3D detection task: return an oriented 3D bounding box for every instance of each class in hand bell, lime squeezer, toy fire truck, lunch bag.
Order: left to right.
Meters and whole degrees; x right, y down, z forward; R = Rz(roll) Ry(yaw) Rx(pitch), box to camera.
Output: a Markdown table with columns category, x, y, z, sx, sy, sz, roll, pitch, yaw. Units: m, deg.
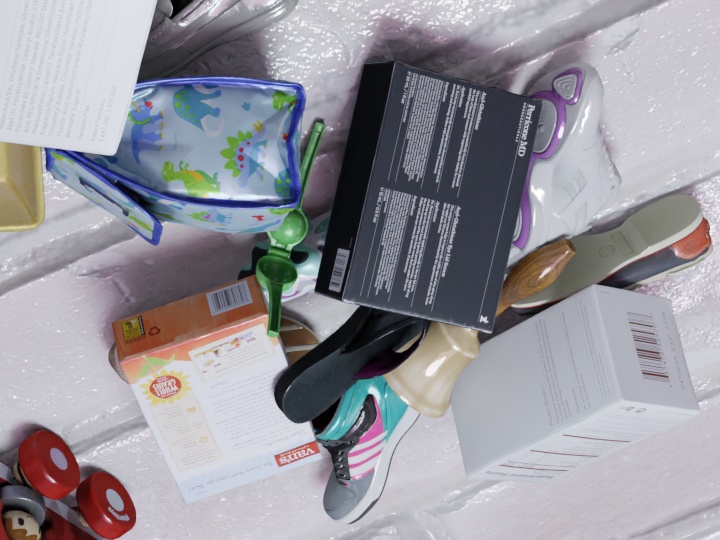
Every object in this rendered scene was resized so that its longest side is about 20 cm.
| category | x | y | z | sx | sy | sz | roll | pitch | yaw |
| --- | --- | --- | --- | --- | --- | --- | --- | --- | --- |
| toy fire truck | -0.297 | 0.261 | 1.793 | 0.112 | 0.168 | 0.200 | -34 | 130 | 17 |
| lunch bag | -0.150 | -0.089 | 1.504 | 0.200 | 0.128 | 0.170 | 5 | 174 | -8 |
| lime squeezer | -0.065 | -0.027 | 1.608 | 0.038 | 0.200 | 0.071 | 11 | 156 | 4 |
| hand bell | 0.115 | 0.037 | 1.716 | 0.200 | 0.104 | 0.104 | -39 | 128 | 24 |

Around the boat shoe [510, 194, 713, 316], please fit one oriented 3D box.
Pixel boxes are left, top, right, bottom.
| category | x | y | z | sx | sy | sz | roll | pitch | yaw |
| --- | --- | --- | --- | --- | --- | --- | --- | --- | --- |
| boat shoe | 0.229 | -0.002 | 1.752 | 0.200 | 0.071 | 0.063 | -25 | 135 | 4 |

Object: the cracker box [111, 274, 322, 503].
| category | x | y | z | sx | sy | sz | roll | pitch | yaw |
| --- | --- | --- | --- | --- | --- | --- | --- | --- | --- |
| cracker box | -0.124 | 0.108 | 1.678 | 0.134 | 0.058 | 0.200 | -18 | 133 | -1 |

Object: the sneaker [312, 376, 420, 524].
| category | x | y | z | sx | sy | sz | roll | pitch | yaw |
| --- | --- | --- | --- | --- | --- | --- | --- | --- | --- |
| sneaker | -0.024 | 0.159 | 1.821 | 0.121 | 0.084 | 0.200 | 10 | 121 | -27 |

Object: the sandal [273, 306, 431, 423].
| category | x | y | z | sx | sy | sz | roll | pitch | yaw |
| --- | --- | --- | --- | --- | --- | --- | --- | --- | --- |
| sandal | 0.015 | 0.066 | 1.656 | 0.200 | 0.048 | 0.075 | -43 | 138 | -7 |

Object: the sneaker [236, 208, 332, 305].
| category | x | y | z | sx | sy | sz | roll | pitch | yaw |
| --- | --- | --- | --- | --- | --- | --- | --- | --- | --- |
| sneaker | 0.000 | 0.000 | 1.691 | 0.200 | 0.078 | 0.140 | -32 | 130 | 16 |

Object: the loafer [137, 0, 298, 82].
| category | x | y | z | sx | sy | sz | roll | pitch | yaw |
| --- | --- | --- | --- | --- | --- | --- | --- | --- | --- |
| loafer | -0.143 | -0.199 | 1.495 | 0.200 | 0.070 | 0.070 | -26 | 112 | 13 |

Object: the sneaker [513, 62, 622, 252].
| category | x | y | z | sx | sy | sz | roll | pitch | yaw |
| --- | --- | --- | --- | --- | --- | --- | --- | --- | --- |
| sneaker | 0.185 | -0.104 | 1.658 | 0.100 | 0.075 | 0.200 | -9 | 139 | -21 |

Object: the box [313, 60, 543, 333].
| category | x | y | z | sx | sy | sz | roll | pitch | yaw |
| --- | --- | --- | --- | --- | --- | --- | --- | --- | --- |
| box | 0.056 | -0.061 | 1.584 | 0.141 | 0.079 | 0.200 | 13 | 90 | -20 |

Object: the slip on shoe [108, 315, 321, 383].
| category | x | y | z | sx | sy | sz | roll | pitch | yaw |
| --- | --- | --- | --- | --- | --- | --- | --- | --- | --- |
| slip on shoe | -0.133 | 0.079 | 1.747 | 0.200 | 0.076 | 0.061 | -4 | 174 | -22 |

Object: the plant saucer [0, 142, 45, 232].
| category | x | y | z | sx | sy | sz | roll | pitch | yaw |
| --- | --- | --- | --- | --- | --- | --- | --- | --- | --- |
| plant saucer | -0.358 | -0.117 | 1.524 | 0.200 | 0.048 | 0.200 | -4 | 131 | -10 |

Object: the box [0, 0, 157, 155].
| category | x | y | z | sx | sy | sz | roll | pitch | yaw |
| --- | --- | --- | --- | --- | --- | --- | --- | --- | --- |
| box | -0.224 | -0.223 | 1.357 | 0.131 | 0.199 | 0.200 | 6 | 129 | -18 |

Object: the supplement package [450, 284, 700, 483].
| category | x | y | z | sx | sy | sz | roll | pitch | yaw |
| --- | --- | --- | --- | --- | --- | --- | --- | --- | --- |
| supplement package | 0.192 | 0.109 | 1.755 | 0.117 | 0.117 | 0.200 | 10 | 150 | -42 |
